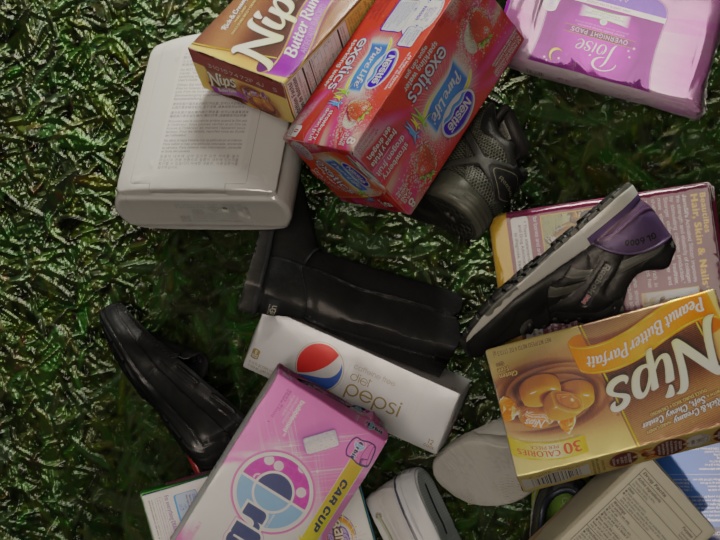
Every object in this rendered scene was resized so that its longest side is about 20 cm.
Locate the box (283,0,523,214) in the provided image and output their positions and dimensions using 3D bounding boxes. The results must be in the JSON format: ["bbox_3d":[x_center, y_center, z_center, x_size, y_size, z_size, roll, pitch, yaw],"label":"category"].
[{"bbox_3d":[0.038,-0.158,1.391,0.099,0.095,0.201,14,66,49],"label":"box"}]

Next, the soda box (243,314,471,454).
[{"bbox_3d":[-0.003,0.095,1.485,0.199,0.068,0.064,23,102,9],"label":"soda box"}]

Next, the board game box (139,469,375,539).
[{"bbox_3d":[-0.088,0.249,1.485,0.199,0.040,0.154,-15,90,-7],"label":"board game box"}]

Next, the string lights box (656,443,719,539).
[{"bbox_3d":[0.294,0.173,1.442,0.102,0.059,0.202,-1,90,9],"label":"string lights box"}]

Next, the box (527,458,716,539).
[{"bbox_3d":[0.195,0.251,1.369,0.200,0.078,0.095,-42,91,-3],"label":"box"}]

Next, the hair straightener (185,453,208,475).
[{"bbox_3d":[-0.100,0.229,1.517,0.077,0.041,0.201,-23,85,9],"label":"hair straightener"}]

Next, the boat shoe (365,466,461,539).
[{"bbox_3d":[0.069,0.284,1.483,0.067,0.073,0.201,-28,75,23],"label":"boat shoe"}]

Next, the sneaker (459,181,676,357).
[{"bbox_3d":[0.177,0.022,1.354,0.200,0.076,0.088,-40,90,8],"label":"sneaker"}]

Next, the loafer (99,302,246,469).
[{"bbox_3d":[-0.175,0.099,1.507,0.070,0.068,0.201,-35,61,-14],"label":"loafer"}]

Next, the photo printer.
[{"bbox_3d":[-0.128,-0.134,1.476,0.165,0.070,0.201,0,58,12],"label":"photo printer"}]

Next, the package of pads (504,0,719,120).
[{"bbox_3d":[0.229,-0.219,1.448,0.199,0.076,0.121,16,92,10],"label":"package of pads"}]

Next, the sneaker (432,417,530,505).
[{"bbox_3d":[0.157,0.149,1.463,0.199,0.089,0.075,-27,107,33],"label":"sneaker"}]

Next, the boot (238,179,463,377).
[{"bbox_3d":[0.000,0.001,1.481,0.199,0.066,0.166,15,51,-3],"label":"boot"}]

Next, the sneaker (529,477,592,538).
[{"bbox_3d":[0.177,0.274,1.450,0.073,0.081,0.202,-1,89,10],"label":"sneaker"}]

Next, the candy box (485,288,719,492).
[{"bbox_3d":[0.214,0.100,1.333,0.199,0.055,0.116,-15,67,6],"label":"candy box"}]

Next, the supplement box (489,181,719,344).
[{"bbox_3d":[0.222,0.002,1.434,0.198,0.103,0.132,-7,88,10],"label":"supplement box"}]

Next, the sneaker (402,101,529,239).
[{"bbox_3d":[0.079,-0.101,1.448,0.114,0.199,0.076,-43,122,-16],"label":"sneaker"}]

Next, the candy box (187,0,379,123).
[{"bbox_3d":[-0.047,-0.230,1.443,0.116,0.057,0.200,25,60,31],"label":"candy box"}]

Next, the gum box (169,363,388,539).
[{"bbox_3d":[-0.072,0.190,1.421,0.113,0.066,0.201,32,93,-5],"label":"gum box"}]
